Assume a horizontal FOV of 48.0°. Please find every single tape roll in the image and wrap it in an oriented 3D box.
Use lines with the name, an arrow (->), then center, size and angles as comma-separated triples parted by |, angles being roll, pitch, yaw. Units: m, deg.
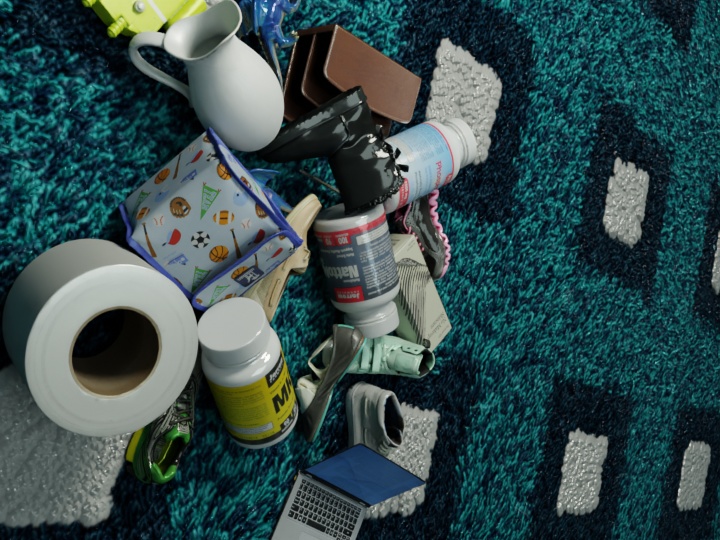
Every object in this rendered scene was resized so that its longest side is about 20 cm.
tape roll -> -0.309, 0.076, 0.962 | 0.199, 0.138, 0.208 | -10, 108, -32

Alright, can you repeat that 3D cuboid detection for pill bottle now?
pill bottle -> -0.157, 0.143, 1.122 | 0.114, 0.113, 0.203 | -44, 142, -31
pill bottle -> 0.000, 0.000, 1.295 | 0.119, 0.118, 0.204 | -28, 112, -38
pill bottle -> 0.094, -0.179, 1.337 | 0.198, 0.108, 0.111 | -28, 113, -27

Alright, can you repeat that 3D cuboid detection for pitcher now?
pitcher -> -0.199, -0.250, 1.081 | 0.201, 0.167, 0.124 | 61, 32, -57

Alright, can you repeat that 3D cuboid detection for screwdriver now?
screwdriver -> -0.030, -0.128, 1.320 | 0.198, 0.028, 0.030 | 30, 44, -40

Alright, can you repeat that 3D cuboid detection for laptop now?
laptop -> -0.020, 0.396, 1.317 | 0.187, 0.115, 0.203 | 38, 68, -38

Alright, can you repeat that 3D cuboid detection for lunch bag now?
lunch bag -> -0.189, -0.049, 1.072 | 0.169, 0.124, 0.201 | -36, 129, 3

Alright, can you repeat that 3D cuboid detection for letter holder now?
letter holder -> -0.016, -0.271, 1.270 | 0.198, 0.099, 0.145 | 19, 82, -43

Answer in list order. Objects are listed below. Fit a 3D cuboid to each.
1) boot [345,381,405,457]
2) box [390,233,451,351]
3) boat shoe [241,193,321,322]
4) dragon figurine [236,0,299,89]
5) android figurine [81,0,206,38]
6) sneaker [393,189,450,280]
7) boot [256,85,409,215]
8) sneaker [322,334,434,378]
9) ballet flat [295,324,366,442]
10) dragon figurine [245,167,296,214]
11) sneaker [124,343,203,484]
boot -> 0.031, 0.293, 1.369 | 0.073, 0.094, 0.205 | -21, 108, -40
box -> 0.084, 0.041, 1.416 | 0.082, 0.068, 0.203 | -44, 122, -33
boat shoe -> -0.107, -0.018, 1.207 | 0.064, 0.071, 0.202 | 30, 81, 4
dragon figurine -> -0.142, -0.358, 1.157 | 0.098, 0.058, 0.205 | 7, 89, -39
android figurine -> -0.280, -0.387, 1.044 | 0.202, 0.041, 0.183 | -56, 128, -27
sneaker -> 0.096, -0.076, 1.422 | 0.094, 0.078, 0.205 | -17, 98, -35
boot -> -0.038, -0.160, 1.201 | 0.195, 0.073, 0.165 | -28, 110, -1
sneaker -> 0.037, 0.139, 1.346 | 0.198, 0.117, 0.076 | 3, 94, -43
ballet flat -> -0.061, 0.172, 1.283 | 0.067, 0.068, 0.203 | 26, 99, -3
dragon figurine -> -0.153, -0.120, 1.177 | 0.197, 0.058, 0.102 | -9, 100, -44
sneaker -> -0.247, 0.191, 1.098 | 0.077, 0.084, 0.205 | 23, 77, -42
